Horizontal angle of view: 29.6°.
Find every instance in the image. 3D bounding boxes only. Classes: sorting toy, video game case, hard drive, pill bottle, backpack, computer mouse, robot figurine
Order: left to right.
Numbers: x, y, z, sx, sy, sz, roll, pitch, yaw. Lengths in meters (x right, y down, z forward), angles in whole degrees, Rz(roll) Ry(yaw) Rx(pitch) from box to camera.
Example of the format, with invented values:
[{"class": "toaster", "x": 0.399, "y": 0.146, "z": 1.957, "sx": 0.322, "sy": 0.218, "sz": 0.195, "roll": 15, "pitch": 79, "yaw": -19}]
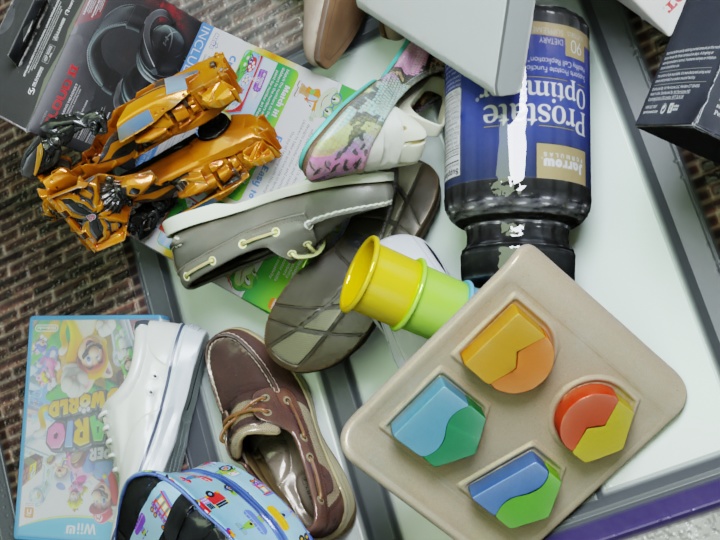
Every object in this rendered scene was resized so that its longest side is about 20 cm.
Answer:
[{"class": "video game case", "x": -0.238, "y": 0.140, "z": 1.207, "sx": 0.143, "sy": 0.018, "sz": 0.201, "roll": -1, "pitch": 81, "yaw": 24}, {"class": "robot figurine", "x": -0.172, "y": -0.087, "z": 1.102, "sx": 0.200, "sy": 0.145, "sz": 0.058, "roll": -29, "pitch": 45, "yaw": 7}, {"class": "backpack", "x": -0.101, "y": 0.226, "z": 1.021, "sx": 0.182, "sy": 0.134, "sz": 0.201, "roll": 38, "pitch": 135, "yaw": 28}, {"class": "computer mouse", "x": 0.059, "y": 0.063, "z": 1.037, "sx": 0.109, "sy": 0.044, "sz": 0.201, "roll": -28, "pitch": 82, "yaw": -4}, {"class": "hard drive", "x": 0.059, "y": -0.224, "z": 0.989, "sx": 0.200, "sy": 0.026, "sz": 0.132, "roll": 44, "pitch": 136, "yaw": 49}, {"class": "pill bottle", "x": 0.118, "y": -0.090, "z": 1.029, "sx": 0.111, "sy": 0.112, "sz": 0.201, "roll": -4, "pitch": 80, "yaw": 24}, {"class": "sorting toy", "x": 0.114, "y": 0.107, "z": 0.979, "sx": 0.200, "sy": 0.185, "sz": 0.036, "roll": -47, "pitch": 22, "yaw": 9}]

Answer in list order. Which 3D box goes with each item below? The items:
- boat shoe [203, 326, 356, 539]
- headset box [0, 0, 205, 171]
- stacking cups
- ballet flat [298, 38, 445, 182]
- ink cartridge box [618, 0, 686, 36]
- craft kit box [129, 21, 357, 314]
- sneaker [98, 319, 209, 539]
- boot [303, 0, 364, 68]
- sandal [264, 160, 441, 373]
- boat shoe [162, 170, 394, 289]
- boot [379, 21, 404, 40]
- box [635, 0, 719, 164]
[{"class": "boat shoe", "x": -0.076, "y": 0.129, "z": 1.104, "sx": 0.072, "sy": 0.072, "sz": 0.200, "roll": -35, "pitch": 69, "yaw": 16}, {"class": "headset box", "x": -0.226, "y": -0.176, "z": 1.152, "sx": 0.077, "sy": 0.200, "sz": 0.149, "roll": 26, "pitch": 92, "yaw": 26}, {"class": "stacking cups", "x": 0.084, "y": 0.042, "z": 0.999, "sx": 0.199, "sy": 0.061, "sz": 0.061, "roll": 25, "pitch": 93, "yaw": -16}, {"class": "ballet flat", "x": 0.028, "y": -0.120, "z": 1.047, "sx": 0.071, "sy": 0.200, "sz": 0.069, "roll": 32, "pitch": 134, "yaw": 6}, {"class": "ink cartridge box", "x": 0.197, "y": -0.277, "z": 0.979, "sx": 0.129, "sy": 0.200, "sz": 0.125, "roll": -47, "pitch": 29, "yaw": 12}, {"class": "craft kit box", "x": -0.093, "y": -0.086, "z": 1.164, "sx": 0.197, "sy": 0.048, "sz": 0.201, "roll": 28, "pitch": 94, "yaw": 28}, {"class": "sneaker", "x": -0.184, "y": 0.138, "z": 1.143, "sx": 0.071, "sy": 0.073, "sz": 0.201, "roll": 12, "pitch": 73, "yaw": 7}, {"class": "boot", "x": -0.057, "y": -0.276, "z": 1.151, "sx": 0.146, "sy": 0.070, "sz": 0.201, "roll": 17, "pitch": 76, "yaw": 20}, {"class": "sandal", "x": 0.000, "y": 0.000, "z": 1.106, "sx": 0.082, "sy": 0.055, "sz": 0.200, "roll": 27, "pitch": 79, "yaw": 20}, {"class": "boat shoe", "x": -0.061, "y": -0.034, "z": 1.082, "sx": 0.201, "sy": 0.072, "sz": 0.061, "roll": -14, "pitch": 86, "yaw": 21}, {"class": "boot", "x": 0.107, "y": -0.269, "z": 1.092, "sx": 0.146, "sy": 0.070, "sz": 0.201, "roll": 16, "pitch": 97, "yaw": 17}, {"class": "box", "x": 0.317, "y": -0.141, "z": 0.900, "sx": 0.199, "sy": 0.104, "sz": 0.183, "roll": 22, "pitch": 92, "yaw": -11}]
